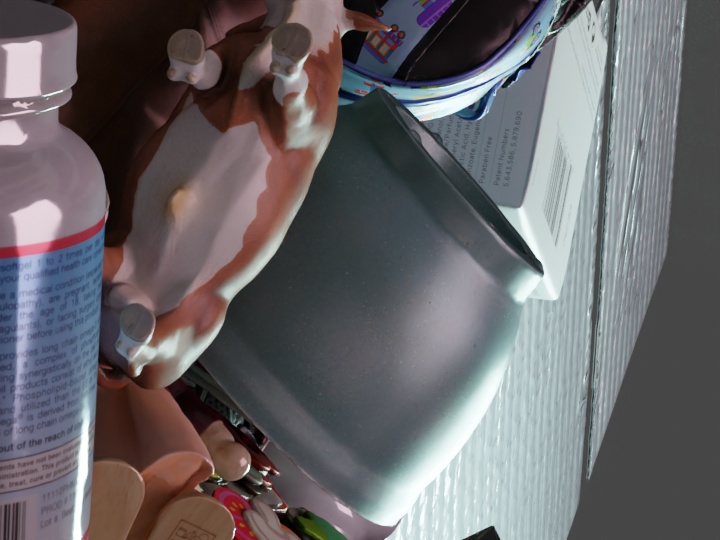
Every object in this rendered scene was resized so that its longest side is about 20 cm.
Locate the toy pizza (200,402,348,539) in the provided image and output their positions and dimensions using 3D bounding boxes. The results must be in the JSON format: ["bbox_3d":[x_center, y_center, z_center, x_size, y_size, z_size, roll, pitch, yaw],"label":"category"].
[{"bbox_3d":[-0.055,0.107,1.101,0.032,0.200,0.200,-46,167,6],"label":"toy pizza"}]

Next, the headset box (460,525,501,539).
[{"bbox_3d":[-0.008,0.231,1.378,0.077,0.200,0.149,62,14,4],"label":"headset box"}]

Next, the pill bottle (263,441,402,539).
[{"bbox_3d":[-0.018,0.090,1.373,0.112,0.112,0.200,80,22,-52],"label":"pill bottle"}]

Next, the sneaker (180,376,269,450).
[{"bbox_3d":[-0.058,0.064,1.275,0.081,0.074,0.200,83,22,-49],"label":"sneaker"}]

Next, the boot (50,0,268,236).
[{"bbox_3d":[-0.114,-0.121,0.956,0.200,0.068,0.188,-52,128,-25],"label":"boot"}]

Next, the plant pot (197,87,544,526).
[{"bbox_3d":[0.000,0.000,1.125,0.134,0.200,0.200,-41,168,7],"label":"plant pot"}]

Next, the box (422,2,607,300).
[{"bbox_3d":[0.076,-0.107,1.593,0.199,0.130,0.201,59,41,-69],"label":"box"}]

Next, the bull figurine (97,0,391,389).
[{"bbox_3d":[-0.053,-0.045,0.914,0.200,0.065,0.121,-65,169,-4],"label":"bull figurine"}]

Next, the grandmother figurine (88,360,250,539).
[{"bbox_3d":[-0.098,0.054,0.990,0.061,0.121,0.200,-49,-152,12],"label":"grandmother figurine"}]

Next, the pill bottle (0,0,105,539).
[{"bbox_3d":[-0.143,0.010,0.824,0.109,0.108,0.201,-44,141,-68],"label":"pill bottle"}]

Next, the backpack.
[{"bbox_3d":[0.021,-0.157,1.261,0.200,0.182,0.135,-55,171,-33],"label":"backpack"}]

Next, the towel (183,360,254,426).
[{"bbox_3d":[-0.025,0.014,1.275,0.023,0.144,0.200,-43,-164,42],"label":"towel"}]
